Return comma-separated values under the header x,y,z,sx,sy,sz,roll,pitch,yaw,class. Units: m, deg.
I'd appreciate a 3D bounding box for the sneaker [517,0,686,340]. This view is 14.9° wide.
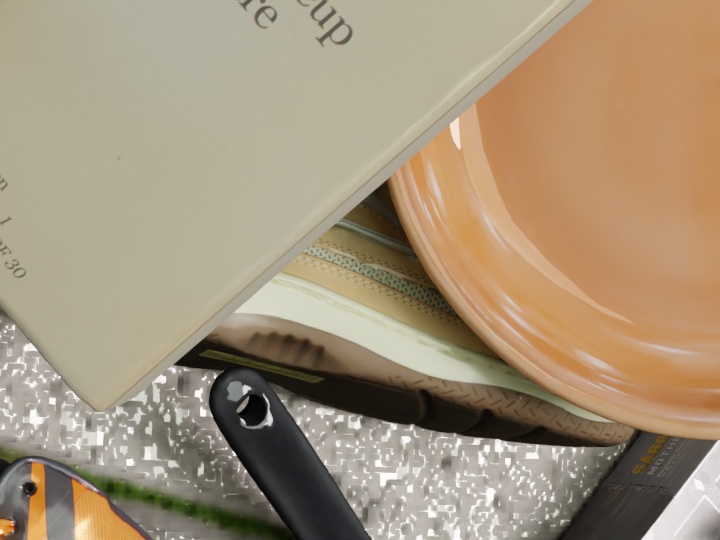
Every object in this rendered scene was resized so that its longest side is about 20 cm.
x,y,z,sx,sy,sz,roll,pitch,yaw,class
0.085,-0.060,0.828,0.076,0.092,0.200,-15,83,-60,sneaker

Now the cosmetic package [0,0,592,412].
x,y,z,sx,sy,sz,roll,pitch,yaw,class
-0.023,-0.065,0.731,0.200,0.073,0.104,-42,89,3,cosmetic package

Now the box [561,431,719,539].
x,y,z,sx,sy,sz,roll,pitch,yaw,class
0.181,0.105,0.921,0.200,0.048,0.158,46,70,-17,box

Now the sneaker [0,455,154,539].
x,y,z,sx,sy,sz,roll,pitch,yaw,class
-0.136,0.103,0.756,0.200,0.078,0.112,9,80,-37,sneaker

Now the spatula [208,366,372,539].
x,y,z,sx,sy,sz,roll,pitch,yaw,class
0.011,0.106,0.836,0.057,0.021,0.200,-42,113,-15,spatula

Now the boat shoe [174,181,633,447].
x,y,z,sx,sy,sz,roll,pitch,yaw,class
0.000,0.000,0.824,0.200,0.072,0.076,17,75,-25,boat shoe

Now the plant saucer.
x,y,z,sx,sy,sz,roll,pitch,yaw,class
0.104,-0.053,0.784,0.200,0.037,0.200,0,96,2,plant saucer
